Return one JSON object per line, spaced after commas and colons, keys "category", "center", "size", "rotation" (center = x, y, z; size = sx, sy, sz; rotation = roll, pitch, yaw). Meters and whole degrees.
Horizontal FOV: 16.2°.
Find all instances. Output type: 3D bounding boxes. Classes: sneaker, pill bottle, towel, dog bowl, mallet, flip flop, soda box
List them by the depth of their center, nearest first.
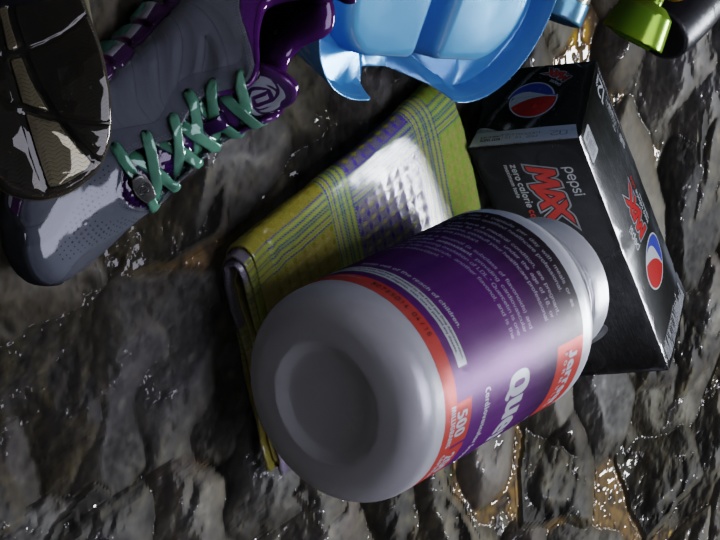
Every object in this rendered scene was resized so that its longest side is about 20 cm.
{"category": "flip flop", "center": [-0.144, -0.129, 1.061], "size": [0.081, 0.058, 0.201], "rotation": [-8, 92, -15]}
{"category": "sneaker", "center": [-0.083, -0.073, 1.144], "size": [0.200, 0.087, 0.074], "rotation": [-58, 140, -25]}
{"category": "dog bowl", "center": [0.027, -0.147, 1.288], "size": [0.200, 0.050, 0.112], "rotation": [-4, 118, -53]}
{"category": "pill bottle", "center": [0.043, 0.036, 1.293], "size": [0.200, 0.112, 0.113], "rotation": [-25, 120, -48]}
{"category": "towel", "center": [0.000, 0.000, 1.339], "size": [0.200, 0.023, 0.144], "rotation": [-43, 132, -39]}
{"category": "soda box", "center": [0.126, -0.026, 1.451], "size": [0.200, 0.071, 0.063], "rotation": [64, 31, -41]}
{"category": "mallet", "center": [0.182, -0.228, 1.506], "size": [0.066, 0.041, 0.200], "rotation": [-38, 126, -42]}

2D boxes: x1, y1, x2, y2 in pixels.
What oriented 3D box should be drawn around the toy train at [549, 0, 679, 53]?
{"category": "toy train", "center": [0.180, -0.175, 1.445], "size": [0.200, 0.085, 0.116], "rotation": [19, 98, -35]}
